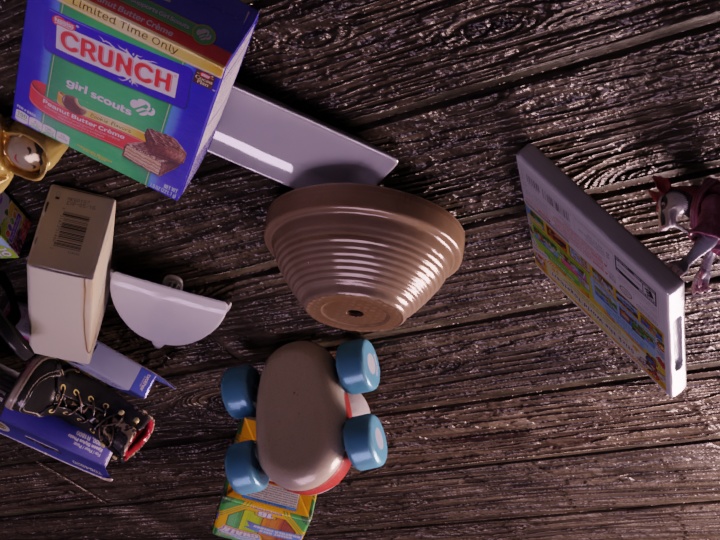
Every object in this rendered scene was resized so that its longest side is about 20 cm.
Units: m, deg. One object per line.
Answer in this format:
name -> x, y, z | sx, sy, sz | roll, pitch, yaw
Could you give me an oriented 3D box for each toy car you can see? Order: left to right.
toy car -> -0.041, 0.192, 1.604 | 0.183, 0.179, 0.200 | -14, 155, 18

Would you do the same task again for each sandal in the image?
sandal -> -0.401, 0.029, 1.482 | 0.200, 0.045, 0.075 | 40, 168, 41

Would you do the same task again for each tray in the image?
tray -> -0.072, -0.121, 1.228 | 0.198, 0.022, 0.107 | 23, 148, -18

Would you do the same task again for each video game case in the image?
video game case -> 0.218, 0.001, 1.203 | 0.200, 0.023, 0.183 | 48, 168, 33

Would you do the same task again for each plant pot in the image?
plant pot -> 0.000, 0.000, 1.305 | 0.198, 0.094, 0.201 | 6, 158, 2

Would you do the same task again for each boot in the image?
boot -> -0.341, 0.171, 1.645 | 0.150, 0.074, 0.200 | 32, 179, 7

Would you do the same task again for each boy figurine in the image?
boy figurine -> -0.379, -0.109, 1.284 | 0.198, 0.065, 0.126 | 2, 115, 0

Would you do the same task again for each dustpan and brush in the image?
dustpan and brush -> -0.227, 0.054, 1.546 | 0.138, 0.058, 0.201 | 16, 142, -7

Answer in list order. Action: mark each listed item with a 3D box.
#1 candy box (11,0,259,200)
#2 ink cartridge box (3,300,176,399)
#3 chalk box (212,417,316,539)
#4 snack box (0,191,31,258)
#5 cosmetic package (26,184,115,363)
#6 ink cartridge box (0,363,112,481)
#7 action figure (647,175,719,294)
candy box -> -0.193, -0.170, 1.118 | 0.168, 0.077, 0.200 | 26, 145, -4
ink cartridge box -> -0.329, 0.102, 1.622 | 0.199, 0.042, 0.119 | 32, 168, -33
chalk box -> -0.128, 0.305, 1.837 | 0.123, 0.125, 0.201 | 14, 149, -3
snack box -> -0.472, -0.068, 1.419 | 0.198, 0.053, 0.143 | -2, 147, 20
cosmetic package -> -0.311, 0.008, 1.441 | 0.072, 0.104, 0.200 | 12, 150, -5
ink cartridge box -> -0.414, 0.183, 1.720 | 0.199, 0.041, 0.200 | 31, -179, -29
action figure -> 0.339, -0.029, 1.163 | 0.199, 0.149, 0.134 | 38, -167, 7
